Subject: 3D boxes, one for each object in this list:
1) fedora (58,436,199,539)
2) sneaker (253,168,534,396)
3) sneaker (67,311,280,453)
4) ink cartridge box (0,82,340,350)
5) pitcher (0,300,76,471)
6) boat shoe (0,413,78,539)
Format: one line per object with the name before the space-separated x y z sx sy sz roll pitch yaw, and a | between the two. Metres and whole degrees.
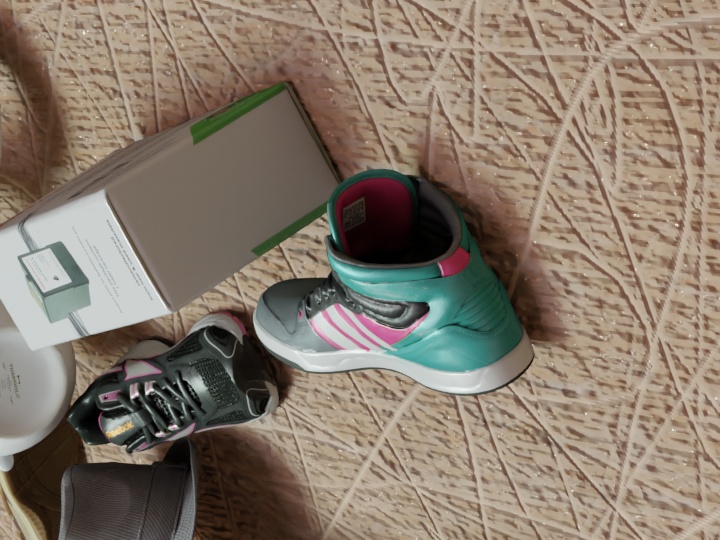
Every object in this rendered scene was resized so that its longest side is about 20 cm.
fedora | -0.174 0.194 1.768 0.200 0.090 0.177 -105 31 -75
sneaker | 0.000 0.000 1.449 0.200 0.084 0.121 7 129 42
sneaker | -0.130 0.090 1.712 0.080 0.086 0.200 58 148 -5
ink cartridge box | -0.125 -0.030 1.541 0.200 0.146 0.084 -15 107 58
pitcher | -0.271 0.088 1.809 0.200 0.121 0.172 14 119 64
boat shoe | -0.256 0.157 1.968 0.072 0.072 0.200 21 140 43
